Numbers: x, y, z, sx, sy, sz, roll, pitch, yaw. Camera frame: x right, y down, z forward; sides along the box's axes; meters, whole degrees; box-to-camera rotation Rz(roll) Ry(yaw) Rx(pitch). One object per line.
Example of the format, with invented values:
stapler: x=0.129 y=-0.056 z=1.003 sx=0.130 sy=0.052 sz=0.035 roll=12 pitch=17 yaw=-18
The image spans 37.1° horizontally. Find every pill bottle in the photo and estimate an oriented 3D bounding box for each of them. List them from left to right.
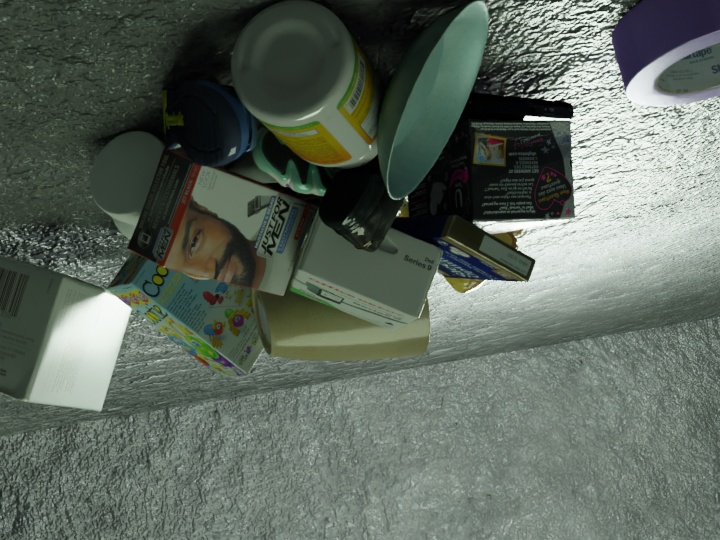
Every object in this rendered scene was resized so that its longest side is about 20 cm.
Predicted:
pill bottle: x=-0.207 y=-0.071 z=1.197 sx=0.115 sy=0.117 sz=0.200 roll=-15 pitch=158 yaw=15
pill bottle: x=-0.036 y=-0.161 z=1.001 sx=0.110 sy=0.112 sz=0.200 roll=-14 pitch=166 yaw=12

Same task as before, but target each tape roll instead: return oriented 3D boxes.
tape roll: x=0.367 y=-0.242 z=1.120 sx=0.198 sy=0.066 sz=0.200 roll=-11 pitch=166 yaw=-3

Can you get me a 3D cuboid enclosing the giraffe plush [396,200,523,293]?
giraffe plush: x=0.134 y=-0.092 z=1.421 sx=0.198 sy=0.174 sz=0.162 roll=23 pitch=152 yaw=0

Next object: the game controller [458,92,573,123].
game controller: x=0.156 y=-0.181 z=1.269 sx=0.199 sy=0.043 sz=0.104 roll=-1 pitch=178 yaw=-35

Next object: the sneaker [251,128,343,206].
sneaker: x=-0.049 y=-0.105 z=1.192 sx=0.198 sy=0.079 sz=0.140 roll=10 pitch=167 yaw=-29

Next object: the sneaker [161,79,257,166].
sneaker: x=-0.129 y=-0.140 z=0.994 sx=0.081 sy=0.075 sz=0.200 roll=-3 pitch=-165 yaw=-22

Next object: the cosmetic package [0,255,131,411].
cosmetic package: x=-0.435 y=0.082 z=1.427 sx=0.166 sy=0.168 sz=0.200 roll=13 pitch=173 yaw=17

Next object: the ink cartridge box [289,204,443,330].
ink cartridge box: x=0.000 y=0.000 z=1.228 sx=0.145 sy=0.085 sz=0.200 roll=21 pitch=171 yaw=-3

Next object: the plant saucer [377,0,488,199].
plant saucer: x=0.060 y=-0.166 z=1.018 sx=0.038 sy=0.202 sz=0.201 roll=27 pitch=175 yaw=15

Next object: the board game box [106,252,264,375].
board game box: x=-0.220 y=0.041 z=1.437 sx=0.200 sy=0.105 sz=0.103 roll=41 pitch=156 yaw=-21

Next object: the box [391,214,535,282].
box: x=0.094 y=-0.026 z=1.235 sx=0.121 sy=0.033 sz=0.200 roll=27 pitch=170 yaw=-27

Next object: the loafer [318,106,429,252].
loafer: x=0.032 y=-0.113 z=1.125 sx=0.073 sy=0.201 sz=0.072 roll=19 pitch=161 yaw=47

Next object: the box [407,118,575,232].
box: x=0.146 y=-0.102 z=1.245 sx=0.131 sy=0.116 sz=0.200 roll=-2 pitch=179 yaw=-18

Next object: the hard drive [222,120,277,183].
hard drive: x=-0.073 y=-0.147 z=1.216 sx=0.131 sy=0.027 sz=0.200 roll=-5 pitch=166 yaw=-25

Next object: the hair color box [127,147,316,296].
hair color box: x=-0.140 y=-0.047 z=1.136 sx=0.064 sy=0.112 sz=0.199 roll=24 pitch=-175 yaw=35

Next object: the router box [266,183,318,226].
router box: x=-0.107 y=-0.071 z=1.414 sx=0.198 sy=0.063 sz=0.150 roll=-13 pitch=168 yaw=3

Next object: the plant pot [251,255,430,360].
plant pot: x=-0.035 y=0.041 z=1.401 sx=0.198 sy=0.189 sz=0.187 roll=-13 pitch=167 yaw=-16
